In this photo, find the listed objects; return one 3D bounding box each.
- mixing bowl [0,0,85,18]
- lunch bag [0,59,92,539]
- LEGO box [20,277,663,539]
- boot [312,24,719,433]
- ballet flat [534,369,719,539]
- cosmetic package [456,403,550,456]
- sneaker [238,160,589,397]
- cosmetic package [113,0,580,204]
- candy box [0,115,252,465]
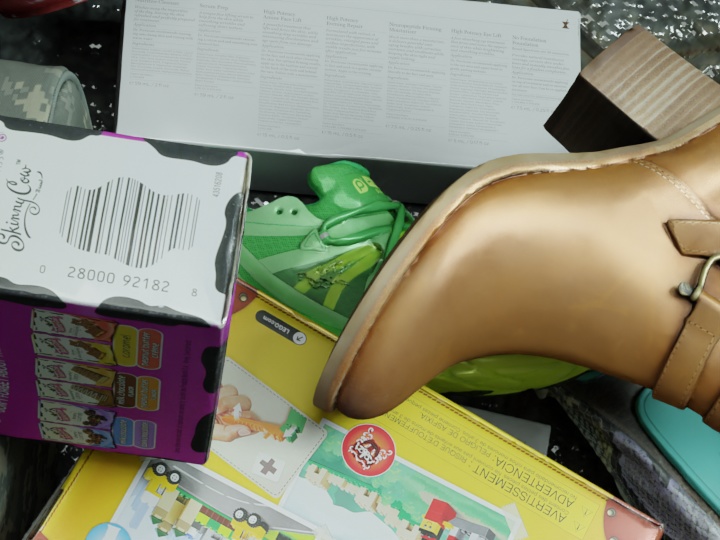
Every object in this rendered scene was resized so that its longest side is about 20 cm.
[{"bbox_3d":[-0.127,-0.174,0.871,0.200,0.200,0.108,-31,112,-19],"label":"mixing bowl"},{"bbox_3d":[-0.198,0.017,0.799,0.168,0.139,0.200,7,69,4],"label":"lunch bag"},{"bbox_3d":[-0.014,0.115,0.764,0.200,0.077,0.149,30,66,2],"label":"LEGO box"},{"bbox_3d":[0.095,0.022,0.744,0.155,0.077,0.200,45,63,9],"label":"boot"},{"bbox_3d":[0.104,0.050,0.870,0.072,0.072,0.200,-32,76,-20],"label":"ballet flat"},{"bbox_3d":[-0.015,0.142,0.823,0.151,0.052,0.200,14,67,-7],"label":"cosmetic package"},{"bbox_3d":[0.000,0.000,0.834,0.200,0.074,0.084,15,88,19],"label":"sneaker"},{"bbox_3d":[-0.006,-0.076,0.910,0.200,0.051,0.083,5,71,-8],"label":"cosmetic package"},{"bbox_3d":[-0.139,0.001,0.661,0.200,0.136,0.061,8,66,-4],"label":"candy box"}]
